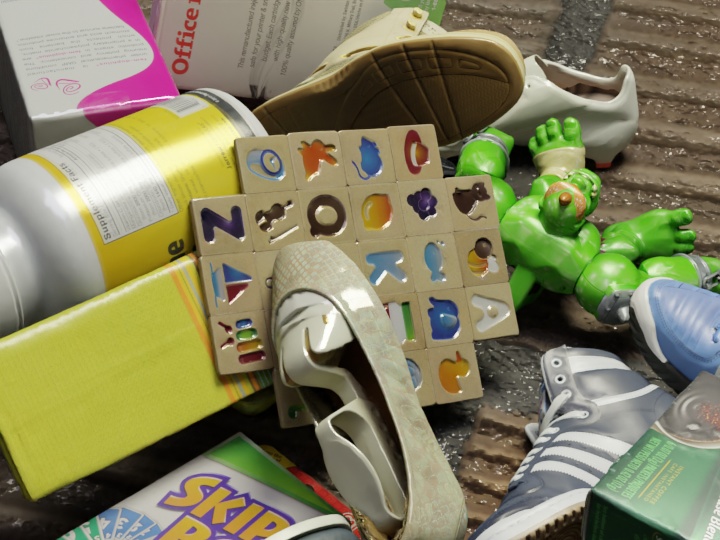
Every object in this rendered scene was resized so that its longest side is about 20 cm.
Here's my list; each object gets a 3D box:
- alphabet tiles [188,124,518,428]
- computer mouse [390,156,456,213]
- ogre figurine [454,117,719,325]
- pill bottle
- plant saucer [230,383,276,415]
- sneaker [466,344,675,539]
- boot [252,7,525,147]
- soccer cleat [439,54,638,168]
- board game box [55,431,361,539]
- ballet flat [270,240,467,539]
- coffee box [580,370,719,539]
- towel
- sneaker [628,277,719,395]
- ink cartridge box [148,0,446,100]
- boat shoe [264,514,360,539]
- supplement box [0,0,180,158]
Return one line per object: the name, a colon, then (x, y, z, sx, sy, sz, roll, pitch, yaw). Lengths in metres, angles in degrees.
alphabet tiles: (0.000, 0.000, 1.020, 0.199, 0.006, 0.167, -6, 81, -29)
computer mouse: (0.028, -0.051, 1.148, 0.058, 0.034, 0.200, 16, 12, 4)
ogre figurine: (0.135, -0.025, 1.126, 0.200, 0.098, 0.120, 49, 36, 4)
pill bottle: (-0.147, -0.023, 1.013, 0.200, 0.112, 0.112, -26, 46, -31)
plant saucer: (-0.070, 0.008, 1.107, 0.200, 0.048, 0.200, 30, 45, 30)
sneaker: (0.104, 0.108, 0.966, 0.200, 0.070, 0.108, -20, 47, -36)
boot: (0.037, -0.130, 1.154, 0.200, 0.073, 0.155, -17, 17, 34)
soccer cleat: (0.098, -0.119, 1.254, 0.199, 0.078, 0.069, 2, 38, 0)
board game box: (-0.096, 0.154, 0.937, 0.200, 0.030, 0.095, -27, 47, -35)
ballet flat: (-0.006, 0.063, 0.927, 0.062, 0.067, 0.200, 1, 52, -50)
coffee box: (0.225, 0.131, 0.863, 0.200, 0.044, 0.123, 26, 44, 29)
towel: (-0.112, 0.046, 0.963, 0.200, 0.018, 0.086, -26, 90, -31)
sneaker: (0.245, 0.056, 0.996, 0.200, 0.077, 0.076, 30, 49, 7)
ink cartridge box: (-0.046, -0.201, 1.271, 0.199, 0.146, 0.084, 6, 37, -13)
boat shoe: (-0.064, 0.192, 0.848, 0.062, 0.075, 0.200, 31, 47, 34)
supplement box: (-0.194, -0.123, 1.227, 0.101, 0.104, 0.200, -9, 38, -15)
